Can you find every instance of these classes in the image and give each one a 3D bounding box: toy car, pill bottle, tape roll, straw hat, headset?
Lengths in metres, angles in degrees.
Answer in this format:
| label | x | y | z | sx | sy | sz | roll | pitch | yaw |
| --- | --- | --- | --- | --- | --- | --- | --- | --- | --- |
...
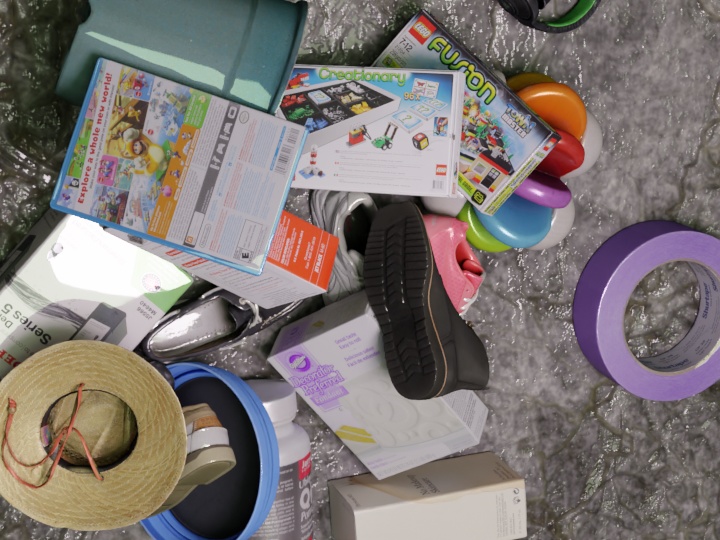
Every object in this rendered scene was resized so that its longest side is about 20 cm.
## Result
| label | x | y | z | sx | sy | sz | roll | pitch | yaw |
| --- | --- | --- | --- | --- | --- | --- | --- | --- | --- |
| toy car | 0.173 | -0.109 | 1.605 | 0.175 | 0.150 | 0.200 | 18 | 97 | -21 |
| pill bottle | -0.107 | 0.222 | 1.615 | 0.111 | 0.111 | 0.200 | -6 | 105 | -17 |
| tape roll | 0.348 | 0.046 | 1.745 | 0.200 | 0.066 | 0.200 | -5 | 105 | -17 |
| straw hat | -0.259 | 0.150 | 1.471 | 0.201 | 0.085 | 0.201 | 1 | 99 | 5 |
| headset | 0.185 | -0.322 | 1.588 | 0.200 | 0.094 | 0.124 | 17 | 97 | -32 |

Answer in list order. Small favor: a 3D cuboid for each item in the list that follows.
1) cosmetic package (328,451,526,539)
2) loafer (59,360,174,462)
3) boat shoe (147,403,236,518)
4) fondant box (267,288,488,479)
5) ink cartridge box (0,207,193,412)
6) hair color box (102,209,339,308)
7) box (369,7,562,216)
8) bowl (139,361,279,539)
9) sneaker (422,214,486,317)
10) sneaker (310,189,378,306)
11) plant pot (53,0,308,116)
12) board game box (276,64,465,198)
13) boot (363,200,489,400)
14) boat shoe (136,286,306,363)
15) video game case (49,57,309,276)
| label | x | y | z | sx | sy | sz | roll | pitch | yaw |
| --- | --- | --- | --- | --- | --- | --- | --- | --- | --- |
| cosmetic package | 0.074 | 0.265 | 1.689 | 0.200 | 0.104 | 0.073 | -7 | 104 | -18 |
| loafer | -0.269 | 0.170 | 1.546 | 0.201 | 0.070 | 0.068 | -43 | 79 | 11 |
| boat shoe | -0.207 | 0.199 | 1.525 | 0.200 | 0.068 | 0.075 | -30 | 155 | 28 |
| fondant box | 0.020 | 0.122 | 1.618 | 0.144 | 0.058 | 0.200 | -26 | 115 | 34 |
| ink cartridge box | -0.291 | 0.032 | 1.523 | 0.145 | 0.084 | 0.200 | 41 | 88 | -22 |
| hair color box | -0.134 | -0.035 | 1.480 | 0.200 | 0.111 | 0.064 | 26 | 65 | -31 |
| box | 0.097 | -0.163 | 1.551 | 0.200 | 0.035 | 0.110 | 46 | 104 | 21 |
| bowl | -0.164 | 0.194 | 1.556 | 0.039 | 0.201 | 0.201 | -1 | 106 | -52 |
| sneaker | 0.094 | 0.026 | 1.622 | 0.087 | 0.074 | 0.200 | -1 | 126 | 21 |
| sneaker | 0.000 | 0.000 | 1.602 | 0.078 | 0.099 | 0.200 | -21 | 108 | -12 |
| plant pot | -0.178 | -0.202 | 1.456 | 0.196 | 0.200 | 0.200 | 21 | 96 | -14 |
| board game box | 0.003 | -0.142 | 1.536 | 0.200 | 0.035 | 0.126 | 5 | 92 | 18 |
| boot | 0.074 | 0.034 | 1.565 | 0.138 | 0.077 | 0.200 | 7 | 77 | -56 |
| boat shoe | -0.140 | 0.045 | 1.588 | 0.200 | 0.060 | 0.074 | -16 | 108 | -14 |
| video game case | -0.163 | -0.093 | 1.371 | 0.200 | 0.018 | 0.143 | 18 | 91 | -5 |
